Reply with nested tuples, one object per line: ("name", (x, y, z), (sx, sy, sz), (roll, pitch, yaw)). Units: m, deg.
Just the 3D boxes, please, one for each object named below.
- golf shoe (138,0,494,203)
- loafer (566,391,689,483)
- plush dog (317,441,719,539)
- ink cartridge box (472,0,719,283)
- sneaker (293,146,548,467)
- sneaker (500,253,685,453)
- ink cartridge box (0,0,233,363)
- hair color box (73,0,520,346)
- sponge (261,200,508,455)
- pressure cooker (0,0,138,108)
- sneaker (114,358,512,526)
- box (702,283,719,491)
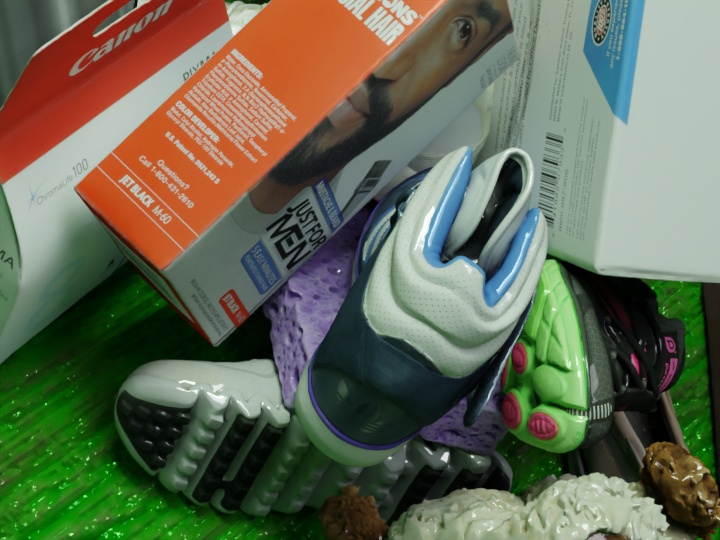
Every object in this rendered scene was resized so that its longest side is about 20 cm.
("golf shoe", (-0.025, -0.105, 1.180), (0.200, 0.092, 0.075), (26, 34, -3))
("loafer", (0.132, 0.048, 1.240), (0.072, 0.063, 0.200), (-1, 64, -32))
("plush dog", (0.085, 0.154, 1.108), (0.172, 0.200, 0.160), (4, 26, -40))
("ink cartridge box", (0.119, -0.082, 1.153), (0.084, 0.200, 0.145), (5, 98, -19))
("sneaker", (0.050, -0.014, 1.053), (0.081, 0.146, 0.200), (36, 42, -4))
("sneaker", (0.112, 0.033, 1.123), (0.084, 0.077, 0.200), (14, 18, 3))
("ink cartridge box", (-0.105, -0.059, 1.069), (0.047, 0.200, 0.160), (43, 50, 7))
("hair color box", (-0.023, -0.068, 1.073), (0.200, 0.111, 0.064), (-45, 70, -7))
("sponge", (0.000, 0.000, 1.167), (0.112, 0.030, 0.200), (14, 35, -26))
("pressure cooker", (-0.188, -0.146, 1.081), (0.176, 0.200, 0.179), (-32, 61, -19))
("sneaker", (-0.025, 0.070, 1.137), (0.200, 0.075, 0.081), (14, 45, -28))
("box", (0.296, 0.050, 1.272), (0.166, 0.164, 0.200), (14, 57, -24))
